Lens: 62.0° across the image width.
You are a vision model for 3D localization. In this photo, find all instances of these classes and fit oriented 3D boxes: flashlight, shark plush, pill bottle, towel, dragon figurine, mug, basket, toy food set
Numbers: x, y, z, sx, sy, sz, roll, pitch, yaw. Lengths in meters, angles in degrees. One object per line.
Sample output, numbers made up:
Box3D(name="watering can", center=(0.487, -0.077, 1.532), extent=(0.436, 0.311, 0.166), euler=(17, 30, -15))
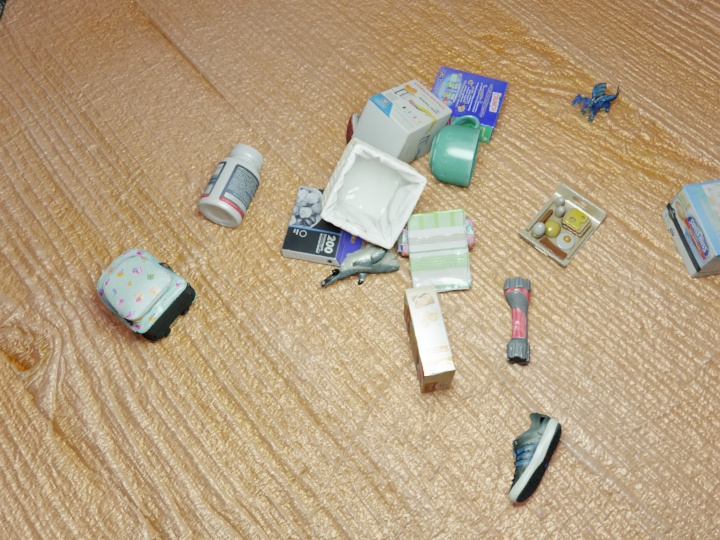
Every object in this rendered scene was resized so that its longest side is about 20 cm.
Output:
Box3D(name="flashlight", center=(0.371, 0.116, 1.421), extent=(0.067, 0.068, 0.201), euler=(7, 64, 4))
Box3D(name="shark plush", center=(0.000, 0.000, 1.485), extent=(0.199, 0.084, 0.091), euler=(-28, 28, -17))
Box3D(name="pill bottle", center=(-0.332, -0.226, 1.577), extent=(0.119, 0.120, 0.201), euler=(17, 66, 10))
Box3D(name="towel", center=(0.193, -0.045, 1.466), extent=(0.148, 0.031, 0.202), euler=(-7, 100, -2))
Box3D(name="dragon figurine", center=(0.674, -0.482, 1.677), extent=(0.199, 0.100, 0.059), euler=(-28, 67, -11))
Box3D(name="mug", center=(0.249, -0.314, 1.590), extent=(0.114, 0.153, 0.185), euler=(12, 37, 11))
Box3D(name="basket", center=(0.024, -0.196, 1.459), extent=(0.197, 0.161, 0.201), euler=(23, 109, -16))
Box3D(name="toy food set", center=(0.516, -0.118, 1.531), extent=(0.143, 0.061, 0.200), euler=(38, 72, 18))

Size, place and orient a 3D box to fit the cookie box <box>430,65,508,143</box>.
Box3D(name="cookie box", center=(0.296, -0.470, 1.696), extent=(0.199, 0.075, 0.172), euler=(18, 66, 10))

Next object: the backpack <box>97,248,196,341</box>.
Box3D(name="backpack", center=(-0.527, 0.048, 1.440), extent=(0.199, 0.154, 0.176), euler=(32, 75, 23))

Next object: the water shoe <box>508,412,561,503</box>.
Box3D(name="water shoe", center=(0.361, 0.404, 1.298), extent=(0.079, 0.072, 0.200), euler=(20, 65, 41))

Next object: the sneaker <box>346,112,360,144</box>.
Box3D(name="sneaker", center=(0.012, -0.349, 1.658), extent=(0.082, 0.078, 0.201), euler=(-8, 67, -19))

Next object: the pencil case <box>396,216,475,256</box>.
Box3D(name="pencil case", center=(0.187, -0.086, 1.513), extent=(0.198, 0.088, 0.088), euler=(-5, 64, -2))

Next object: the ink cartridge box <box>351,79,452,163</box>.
Box3D(name="ink cartridge box", center=(0.111, -0.384, 1.584), extent=(0.147, 0.145, 0.200), euler=(45, 50, 13))

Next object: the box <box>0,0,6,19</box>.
Box3D(name="box", center=(-1.250, -0.913, 1.949), extent=(0.162, 0.086, 0.201), euler=(-2, 64, 0))

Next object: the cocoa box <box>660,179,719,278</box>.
Box3D(name="cocoa box", center=(0.864, -0.105, 1.475), extent=(0.132, 0.131, 0.201), euler=(-9, 65, -3))

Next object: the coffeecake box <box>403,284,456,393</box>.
Box3D(name="coffeecake box", center=(0.153, 0.157, 1.361), extent=(0.072, 0.154, 0.201), euler=(-10, 64, -2))

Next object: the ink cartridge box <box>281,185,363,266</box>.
Box3D(name="ink cartridge box", center=(-0.086, -0.114, 1.559), extent=(0.198, 0.043, 0.199), euler=(10, 65, 5))
